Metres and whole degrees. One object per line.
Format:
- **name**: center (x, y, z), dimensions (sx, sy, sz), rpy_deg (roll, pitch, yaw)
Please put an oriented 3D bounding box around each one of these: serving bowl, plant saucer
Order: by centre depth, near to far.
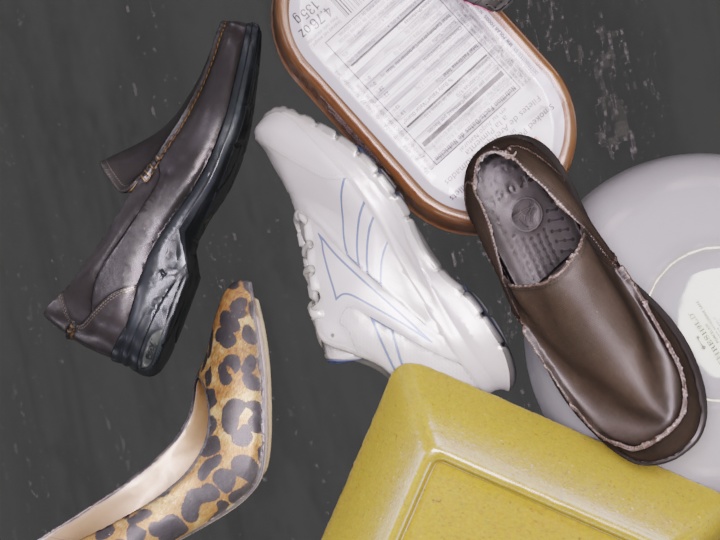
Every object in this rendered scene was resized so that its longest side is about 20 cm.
- **plant saucer**: center (0.073, 0.179, 1.585), dimensions (0.199, 0.048, 0.201), rpy_deg (23, 98, -1)
- **serving bowl**: center (0.191, 0.031, 1.621), dimensions (0.199, 0.066, 0.201), rpy_deg (0, 84, -4)

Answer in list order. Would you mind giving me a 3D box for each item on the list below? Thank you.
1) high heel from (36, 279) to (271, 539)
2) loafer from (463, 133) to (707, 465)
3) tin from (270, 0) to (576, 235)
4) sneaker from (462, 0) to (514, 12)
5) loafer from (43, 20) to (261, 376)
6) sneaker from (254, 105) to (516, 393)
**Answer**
- **high heel**: center (-0.122, 0.100, 1.592), dimensions (0.142, 0.071, 0.201), rpy_deg (5, 93, -9)
- **loafer**: center (0.108, 0.016, 1.563), dimensions (0.073, 0.071, 0.200), rpy_deg (-37, 75, 13)
- **tin**: center (0.035, -0.109, 1.642), dimensions (0.112, 0.042, 0.200), rpy_deg (-42, 88, -2)
- **sneaker**: center (0.050, -0.216, 1.608), dimensions (0.079, 0.200, 0.096), rpy_deg (13, 125, -36)
- **loafer**: center (-0.108, -0.047, 1.612), dimensions (0.072, 0.073, 0.201), rpy_deg (20, 83, 4)
- **sneaker**: center (0.000, 0.000, 1.613), dimensions (0.087, 0.075, 0.200), rpy_deg (-36, 87, -1)
